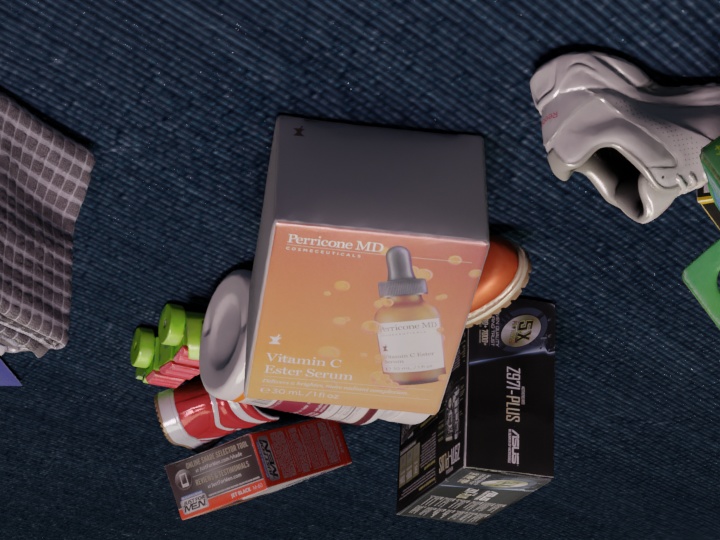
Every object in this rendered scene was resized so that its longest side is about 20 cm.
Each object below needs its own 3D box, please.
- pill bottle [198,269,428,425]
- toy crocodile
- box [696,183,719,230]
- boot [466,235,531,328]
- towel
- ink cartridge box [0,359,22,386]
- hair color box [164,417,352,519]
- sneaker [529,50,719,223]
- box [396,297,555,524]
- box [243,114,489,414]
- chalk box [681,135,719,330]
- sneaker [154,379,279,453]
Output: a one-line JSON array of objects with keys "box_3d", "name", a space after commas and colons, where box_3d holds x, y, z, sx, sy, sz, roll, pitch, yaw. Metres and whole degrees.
[{"box_3d": [-0.031, 0.073, 1.501, 0.199, 0.115, 0.114, 13, 157, -27], "name": "pill bottle"}, {"box_3d": [-0.170, 0.077, 1.606, 0.067, 0.062, 0.200, 12, 157, -22], "name": "toy crocodile"}, {"box_3d": [0.350, -0.043, 1.247, 0.159, 0.050, 0.200, -9, 156, 24], "name": "box"}, {"box_3d": [0.033, -0.002, 1.366, 0.199, 0.075, 0.107, -7, 152, 27], "name": "boot"}, {"box_3d": [-0.268, -0.042, 1.176, 0.085, 0.166, 0.200, -15, 153, 26], "name": "towel"}, {"box_3d": [-0.469, 0.101, 1.734, 0.199, 0.047, 0.198, 3, 158, 7], "name": "ink cartridge box"}, {"box_3d": [-0.104, 0.205, 1.803, 0.111, 0.064, 0.200, -23, 171, 25], "name": "hair color box"}, {"box_3d": [0.202, -0.073, 1.116, 0.199, 0.100, 0.078, 9, 158, -15], "name": "sneaker"}, {"box_3d": [0.104, 0.130, 1.564, 0.086, 0.164, 0.200, 9, 157, -14], "name": "box"}, {"box_3d": [0.000, 0.000, 1.241, 0.152, 0.107, 0.200, 5, 139, -6], "name": "box"}, {"box_3d": [0.293, -0.037, 1.051, 0.200, 0.125, 0.124, -35, 151, 5], "name": "chalk box"}, {"box_3d": [-0.132, 0.136, 1.740, 0.112, 0.071, 0.200, -19, 173, 5], "name": "sneaker"}]
